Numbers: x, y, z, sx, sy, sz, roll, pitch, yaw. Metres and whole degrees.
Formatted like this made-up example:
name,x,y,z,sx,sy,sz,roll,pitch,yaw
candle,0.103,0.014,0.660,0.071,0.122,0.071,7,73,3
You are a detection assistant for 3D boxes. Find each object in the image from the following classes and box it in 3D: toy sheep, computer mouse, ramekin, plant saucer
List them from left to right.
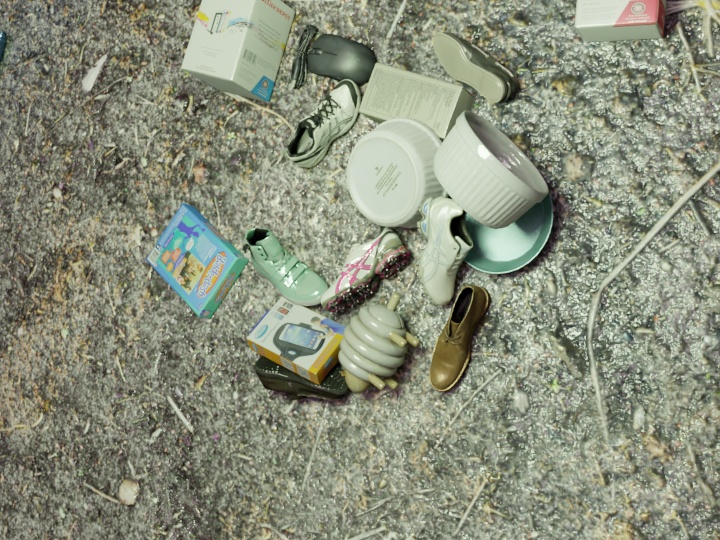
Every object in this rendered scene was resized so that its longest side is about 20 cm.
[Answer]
name,x,y,z,sx,sy,sz,roll,pitch,yaw
computer mouse,-0.062,-0.427,1.893,0.197,0.052,0.141,16,88,29
toy sheep,0.030,0.134,1.710,0.137,0.137,0.203,34,101,27
ramekin,0.062,-0.174,1.723,0.199,0.094,0.207,10,108,33
ramekin,0.214,-0.164,1.589,0.105,0.199,0.201,-47,64,22
plant saucer,0.255,-0.093,1.681,0.196,0.036,0.205,-5,79,27

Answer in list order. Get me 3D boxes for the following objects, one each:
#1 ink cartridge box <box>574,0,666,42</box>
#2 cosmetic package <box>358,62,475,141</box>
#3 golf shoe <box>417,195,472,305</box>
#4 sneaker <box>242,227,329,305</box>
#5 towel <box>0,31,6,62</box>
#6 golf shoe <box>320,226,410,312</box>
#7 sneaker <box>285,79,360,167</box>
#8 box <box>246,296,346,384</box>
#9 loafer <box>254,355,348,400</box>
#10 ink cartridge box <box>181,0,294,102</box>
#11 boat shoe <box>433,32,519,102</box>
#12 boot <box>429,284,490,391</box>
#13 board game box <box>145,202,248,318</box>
name,x,y,z,sx,sy,sz,roll,pitch,yaw
ink cartridge box,0.456,-0.509,1.617,0.143,0.084,0.205,4,85,28
cosmetic package,0.106,-0.315,1.775,0.197,0.073,0.105,23,93,28
golf shoe,0.156,-0.029,1.662,0.096,0.078,0.204,12,116,42
sneaker,-0.151,-0.010,1.826,0.198,0.119,0.074,29,66,29
towel,-0.965,-0.520,2.384,0.110,0.048,0.204,20,91,29
golf shoe,0.000,0.000,1.783,0.199,0.073,0.093,-38,60,6
sneaker,-0.074,-0.290,1.849,0.075,0.087,0.202,39,104,19
box,-0.126,0.128,1.810,0.197,0.042,0.120,24,58,27
loafer,-0.110,0.214,1.811,0.196,0.073,0.072,12,130,22
ink cartridge box,-0.253,-0.481,1.948,0.142,0.147,0.204,17,89,28
boat shoe,0.215,-0.380,1.746,0.200,0.056,0.068,47,139,29
boot,0.165,0.119,1.672,0.073,0.075,0.204,23,94,26
board game box,-0.348,-0.021,1.979,0.200,0.045,0.153,42,101,27
